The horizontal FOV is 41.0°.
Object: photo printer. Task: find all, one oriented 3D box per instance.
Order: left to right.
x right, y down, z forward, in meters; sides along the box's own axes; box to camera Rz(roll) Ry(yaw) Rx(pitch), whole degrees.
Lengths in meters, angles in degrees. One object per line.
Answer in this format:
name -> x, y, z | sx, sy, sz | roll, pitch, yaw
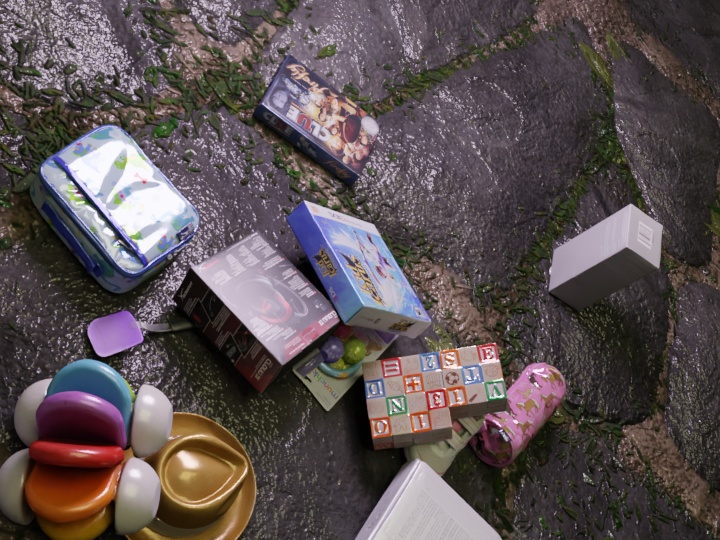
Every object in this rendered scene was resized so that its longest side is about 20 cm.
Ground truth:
photo printer -> 0.101, 0.386, 1.326 | 0.200, 0.069, 0.167 | 44, 54, -8

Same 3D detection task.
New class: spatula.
spatula -> -0.262, 0.072, 1.267 | 0.199, 0.021, 0.057 | -8, 54, -44

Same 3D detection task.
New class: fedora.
fedora -> -0.203, 0.253, 1.168 | 0.199, 0.082, 0.202 | 18, 56, -29

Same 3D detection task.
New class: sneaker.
sneaker -> 0.133, 0.226, 1.433 | 0.081, 0.088, 0.200 | 41, 49, -10

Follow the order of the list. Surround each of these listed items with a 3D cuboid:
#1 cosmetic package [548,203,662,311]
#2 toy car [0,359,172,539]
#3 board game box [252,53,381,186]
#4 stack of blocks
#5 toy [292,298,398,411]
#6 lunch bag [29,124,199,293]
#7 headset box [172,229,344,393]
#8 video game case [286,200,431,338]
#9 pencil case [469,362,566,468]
cosmetic package -> 0.436, -0.020, 1.731 | 0.090, 0.200, 0.107 | 30, 53, -17
toy car -> -0.305, 0.188, 1.054 | 0.173, 0.150, 0.201 | 5, 58, -1
board game box -> -0.067, -0.248, 1.590 | 0.199, 0.035, 0.136 | 35, 49, -17
stack of blocks -> 0.108, 0.181, 1.386 | 0.198, 0.059, 0.116 | -9, 63, 0
toy -> -0.020, 0.098, 1.419 | 0.115, 0.047, 0.200 | 49, 46, -2
lunch bag -> -0.324, -0.080, 1.271 | 0.200, 0.082, 0.161 | 51, 49, -1
headset box -> -0.130, 0.059, 1.307 | 0.200, 0.075, 0.148 | 45, 41, 8
video game case -> 0.000, 0.000, 1.421 | 0.181, 0.045, 0.201 | 14, 39, -53
pencil case -> 0.253, 0.225, 1.532 | 0.082, 0.087, 0.200 | 31, 41, 23
